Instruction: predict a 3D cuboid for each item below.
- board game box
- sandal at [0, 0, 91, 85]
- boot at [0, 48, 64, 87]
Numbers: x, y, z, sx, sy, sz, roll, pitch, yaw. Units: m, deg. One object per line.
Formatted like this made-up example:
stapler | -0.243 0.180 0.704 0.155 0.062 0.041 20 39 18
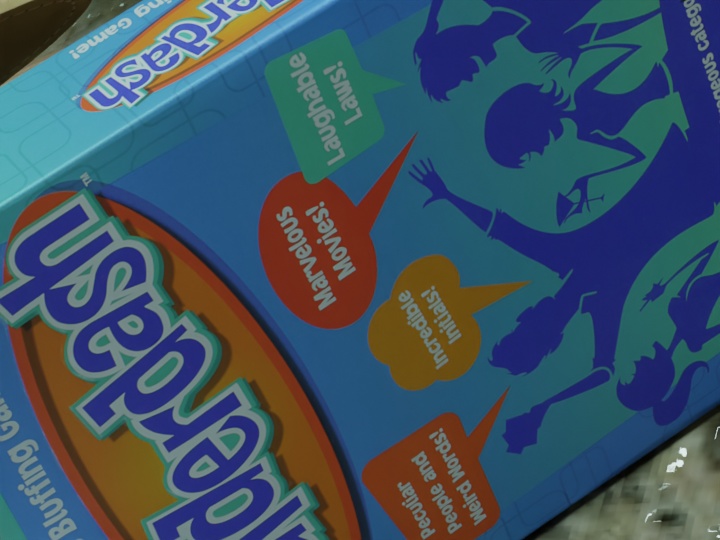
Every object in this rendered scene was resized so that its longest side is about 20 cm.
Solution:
board game box | 0.000 0.000 0.597 0.200 0.152 0.045 -33 37 -11
sandal | -0.172 -0.050 0.762 0.212 0.070 0.078 -34 -9 29
boot | -0.022 -0.039 0.719 0.200 0.077 0.155 -27 32 2
